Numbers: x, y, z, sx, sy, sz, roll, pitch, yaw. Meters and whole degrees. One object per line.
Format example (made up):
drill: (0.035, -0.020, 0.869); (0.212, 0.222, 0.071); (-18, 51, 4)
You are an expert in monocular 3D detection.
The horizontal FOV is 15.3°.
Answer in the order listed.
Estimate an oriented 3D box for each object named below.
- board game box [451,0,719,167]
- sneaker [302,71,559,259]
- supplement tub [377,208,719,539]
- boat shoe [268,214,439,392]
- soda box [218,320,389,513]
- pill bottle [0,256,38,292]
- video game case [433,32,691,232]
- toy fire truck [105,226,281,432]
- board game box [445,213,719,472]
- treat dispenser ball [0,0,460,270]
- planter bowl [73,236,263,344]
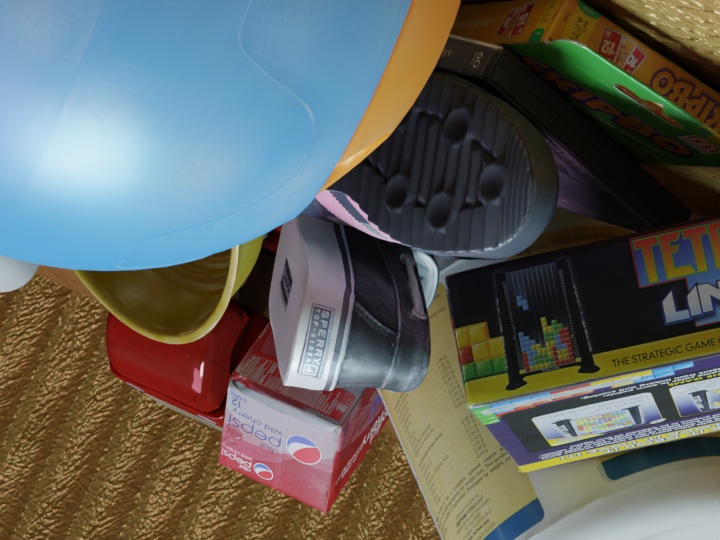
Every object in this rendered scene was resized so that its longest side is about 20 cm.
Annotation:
board game box: (0.079, -0.075, 1.081); (0.095, 0.030, 0.200); (31, 174, -22)
sneaker: (0.031, -0.042, 1.062); (0.082, 0.071, 0.200); (14, -176, -34)
supplement tub: (0.086, 0.057, 1.223); (0.145, 0.144, 0.201); (39, -155, -61)
boat shoe: (0.000, 0.000, 1.163); (0.067, 0.072, 0.200); (11, -162, -8)
soda box: (0.003, 0.024, 1.347); (0.063, 0.200, 0.070); (24, 138, 14)
pill bottle: (-0.207, -0.061, 1.446); (0.112, 0.201, 0.112); (24, 172, 3)
video game case: (0.028, -0.071, 1.127); (0.199, 0.019, 0.143); (21, 169, 46)
toy fire truck: (-0.062, -0.014, 1.396); (0.128, 0.177, 0.200); (23, 171, 22)
board game box: (0.144, 0.022, 1.049); (0.199, 0.057, 0.165); (-12, 167, 7)
treat dispenser ball: (-0.068, -0.101, 0.719); (0.200, 0.202, 0.201); (25, 173, 3)
planter bowl: (-0.085, -0.074, 1.254); (0.200, 0.083, 0.201); (35, 137, 41)
